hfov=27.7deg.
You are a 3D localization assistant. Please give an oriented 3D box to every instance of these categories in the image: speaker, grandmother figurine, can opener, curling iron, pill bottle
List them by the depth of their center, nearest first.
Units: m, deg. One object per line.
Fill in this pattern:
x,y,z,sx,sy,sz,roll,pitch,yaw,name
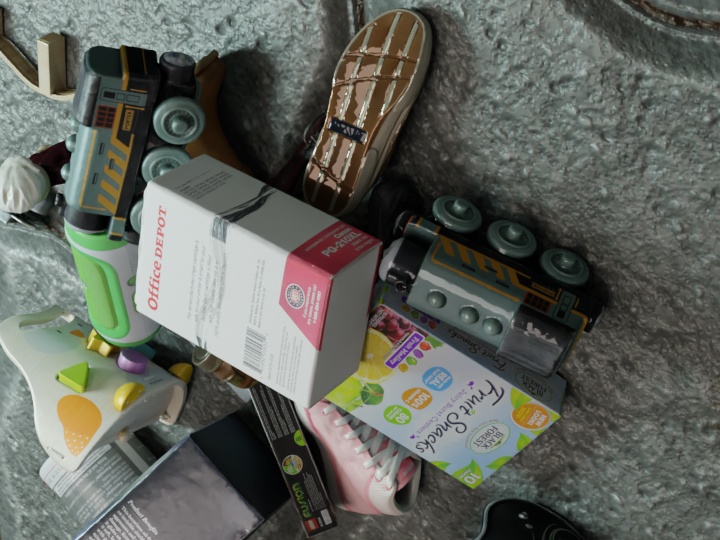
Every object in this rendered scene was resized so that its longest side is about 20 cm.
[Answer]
-0.081,-0.078,1.388,0.026,0.050,0.200,42,118,3,curling iron
-0.281,-0.110,1.442,0.121,0.200,0.061,-14,105,41,grandmother figurine
-0.251,-0.004,1.510,0.088,0.088,0.200,30,151,20,speaker
-0.431,-0.112,1.666,0.200,0.053,0.067,35,98,16,can opener
-0.268,0.272,1.705,0.200,0.114,0.114,47,133,6,pill bottle

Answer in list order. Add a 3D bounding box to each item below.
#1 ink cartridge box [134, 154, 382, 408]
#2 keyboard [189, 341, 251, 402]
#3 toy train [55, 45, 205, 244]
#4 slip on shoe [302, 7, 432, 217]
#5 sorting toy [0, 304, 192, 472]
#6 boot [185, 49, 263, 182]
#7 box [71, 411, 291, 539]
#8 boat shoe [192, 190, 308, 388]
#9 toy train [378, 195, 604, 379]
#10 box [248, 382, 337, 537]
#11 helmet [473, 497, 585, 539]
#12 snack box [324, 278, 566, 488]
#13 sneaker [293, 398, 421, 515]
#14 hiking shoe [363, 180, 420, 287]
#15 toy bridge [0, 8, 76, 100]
-0.093,0.006,1.285,0.200,0.084,0.145,27,127,23,ink cartridge box
-0.179,0.058,1.592,0.200,0.011,0.056,47,138,6,keyboard
-0.212,-0.114,1.341,0.114,0.085,0.200,9,124,-17,toy train
0.012,-0.141,1.306,0.076,0.061,0.200,28,110,20,slip on shoe
-0.300,0.105,1.601,0.180,0.200,0.107,38,112,14,sorting toy
-0.137,-0.103,1.429,0.155,0.077,0.200,37,121,5,boot
-0.186,0.263,1.534,0.198,0.200,0.123,-42,85,7,box
-0.084,0.019,1.411,0.068,0.072,0.200,32,93,-24,boat shoe
0.112,0.012,1.262,0.200,0.114,0.085,26,128,4,toy train
-0.077,0.164,1.502,0.035,0.110,0.200,-21,99,-3,box
0.130,0.333,1.391,0.200,0.191,0.200,17,124,28,helmet
0.068,0.104,1.354,0.200,0.053,0.142,32,132,-12,snack box
0.005,0.165,1.468,0.105,0.075,0.200,8,126,38,sneaker
0.000,0.000,1.380,0.101,0.076,0.200,20,126,23,hiking shoe
-0.322,-0.215,1.531,0.200,0.027,0.067,25,130,23,toy bridge
